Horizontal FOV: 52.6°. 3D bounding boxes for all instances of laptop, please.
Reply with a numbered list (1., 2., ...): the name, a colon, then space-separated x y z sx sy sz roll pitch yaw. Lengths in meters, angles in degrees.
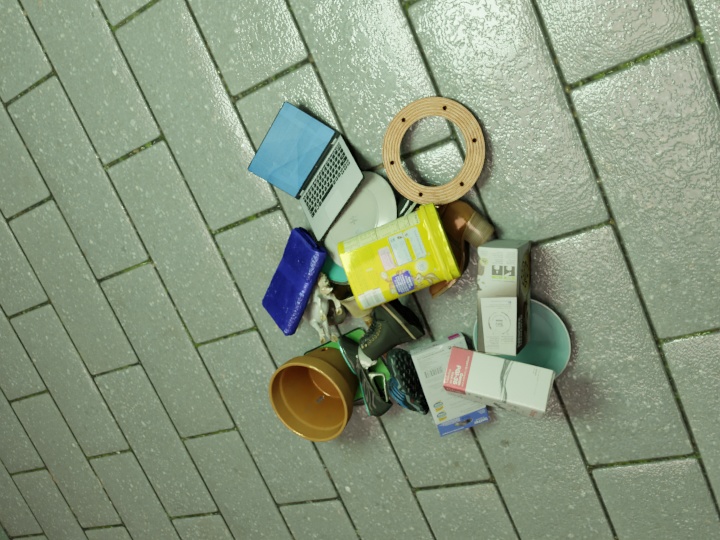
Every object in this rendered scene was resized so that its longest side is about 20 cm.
1. laptop: -0.115 -0.198 1.483 0.188 0.115 0.201 -53 49 35

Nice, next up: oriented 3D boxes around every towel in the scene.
1. towel: -0.145 0.019 1.538 0.148 0.049 0.202 44 116 56

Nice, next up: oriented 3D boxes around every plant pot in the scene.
1. plant pot: -0.091 0.267 1.666 0.198 0.140 0.202 11 117 21

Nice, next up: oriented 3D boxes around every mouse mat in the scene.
1. mouse mat: -0.028 0.230 1.705 0.199 0.008 0.162 -27 99 32

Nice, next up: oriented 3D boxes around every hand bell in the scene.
1. hand bell: 0.020 0.114 1.593 0.103 0.104 0.201 -11 119 30

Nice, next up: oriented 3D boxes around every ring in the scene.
1. ring: 0.137 -0.225 1.378 0.198 0.019 0.203 3 100 17

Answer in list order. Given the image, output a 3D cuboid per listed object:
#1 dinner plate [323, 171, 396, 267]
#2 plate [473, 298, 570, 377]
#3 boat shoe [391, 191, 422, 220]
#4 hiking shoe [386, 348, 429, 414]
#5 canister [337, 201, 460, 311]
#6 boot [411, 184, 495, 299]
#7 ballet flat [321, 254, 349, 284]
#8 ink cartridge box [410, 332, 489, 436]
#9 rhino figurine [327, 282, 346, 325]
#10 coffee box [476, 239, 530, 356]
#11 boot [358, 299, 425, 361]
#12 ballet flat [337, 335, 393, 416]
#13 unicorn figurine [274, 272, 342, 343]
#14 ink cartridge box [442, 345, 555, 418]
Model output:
1. dinner plate: -0.010 -0.102 1.472 0.199 0.024 0.203 -7 79 40
2. plate: 0.326 0.141 1.473 0.198 0.026 0.203 11 117 23
3. boat shoe: 0.049 -0.104 1.472 0.063 0.074 0.201 42 129 -6
4. hiking shoe: 0.087 0.245 1.586 0.086 0.075 0.201 1 134 33
5. canister: 0.071 -0.023 1.372 0.198 0.087 0.150 -21 90 10
6. boot: 0.152 -0.055 1.439 0.155 0.077 0.201 36 121 6
7. ballet flat: 0.000 0.000 1.511 0.198 0.075 0.069 -3 72 41
8. ink cartridge box: 0.192 0.244 1.551 0.118 0.042 0.202 -20 102 1
9. rhino figurine: -0.090 0.037 1.615 0.087 0.060 0.202 -8 110 35
10. coffee box: 0.273 0.048 1.381 0.079 0.113 0.203 3 101 26
11. boot: 0.032 0.115 1.510 0.138 0.078 0.200 -32 130 14
12. ballet flat: 0.018 0.229 1.638 0.068 0.068 0.202 -23 94 16
13. unicorn figurine: -0.094 0.090 1.552 0.138 0.073 0.201 54 128 43
14. ink cartridge box: 0.268 0.219 1.418 0.198 0.147 0.084 13 76 15
